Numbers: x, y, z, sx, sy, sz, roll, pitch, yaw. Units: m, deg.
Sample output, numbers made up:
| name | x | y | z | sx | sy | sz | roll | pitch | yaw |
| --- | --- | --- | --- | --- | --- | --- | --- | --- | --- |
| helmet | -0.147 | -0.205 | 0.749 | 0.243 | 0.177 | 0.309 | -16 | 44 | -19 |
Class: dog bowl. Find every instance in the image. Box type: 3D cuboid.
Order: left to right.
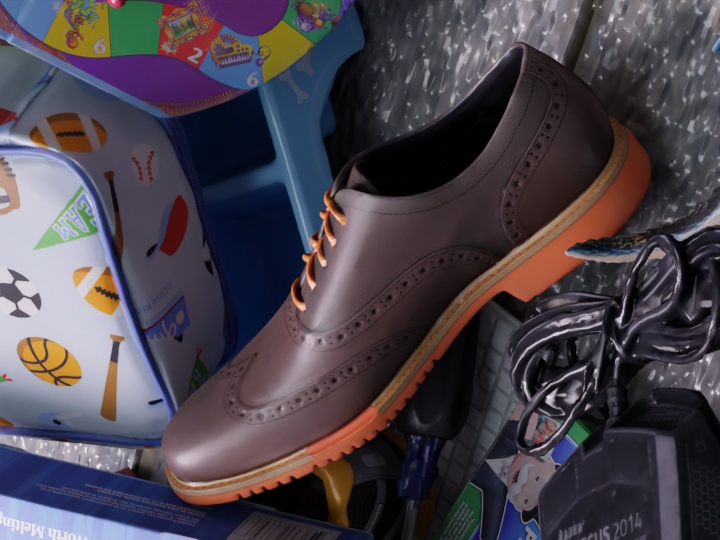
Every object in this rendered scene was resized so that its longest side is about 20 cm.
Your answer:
| name | x | y | z | sx | sy | sz | roll | pitch | yaw |
| --- | --- | --- | --- | --- | --- | --- | --- | --- | --- |
| dog bowl | -0.041 | -0.033 | 0.848 | 0.111 | 0.050 | 0.201 | -16 | 91 | 44 |

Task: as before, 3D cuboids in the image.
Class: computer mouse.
| name | x | y | z | sx | sy | sz | roll | pitch | yaw |
| --- | --- | --- | --- | --- | --- | --- | --- | --- | --- |
| computer mouse | 0.099 | 0.095 | 0.679 | 0.138 | 0.053 | 0.201 | -29 | 56 | 58 |

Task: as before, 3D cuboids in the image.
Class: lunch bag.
| name | x | y | z | sx | sy | sz | roll | pitch | yaw |
| --- | --- | --- | --- | --- | --- | --- | --- | --- | --- |
| lunch bag | -0.150 | -0.005 | 0.821 | 0.199 | 0.076 | 0.161 | 5 | 132 | 24 |

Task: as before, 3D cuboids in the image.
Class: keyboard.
| name | x | y | z | sx | sy | sz | roll | pitch | yaw |
| --- | --- | --- | --- | --- | --- | --- | --- | --- | --- |
| keyboard | 0.026 | 0.097 | 0.858 | 0.056 | 0.011 | 0.200 | 34 | 123 | 30 |

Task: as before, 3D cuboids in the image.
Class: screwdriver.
| name | x | y | z | sx | sy | sz | roll | pitch | yaw |
| --- | --- | --- | --- | --- | --- | --- | --- | --- | --- |
| screwdriver | 0.013 | 0.099 | 0.797 | 0.029 | 0.028 | 0.201 | 10 | 83 | 34 |

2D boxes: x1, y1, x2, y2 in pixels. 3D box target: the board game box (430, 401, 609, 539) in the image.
| name | x | y | z | sx | sy | sz | roll | pitch | yaw |
| --- | --- | --- | --- | --- | --- | --- | --- | --- | --- |
| board game box | 0.054 | 0.157 | 0.774 | 0.135 | 0.029 | 0.200 | 47 | 112 | 42 |

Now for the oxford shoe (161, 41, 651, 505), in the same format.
| name | x | y | z | sx | sy | sz | roll | pitch | yaw |
| --- | --- | --- | --- | --- | --- | --- | --- | --- | --- |
| oxford shoe | 0.000 | 0.000 | 0.752 | 0.200 | 0.073 | 0.071 | -41 | 31 | 6 |

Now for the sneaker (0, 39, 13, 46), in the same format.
| name | x | y | z | sx | sy | sz | roll | pitch | yaw |
| --- | --- | --- | --- | --- | --- | --- | --- | --- | --- |
| sneaker | -0.184 | -0.093 | 0.893 | 0.200 | 0.070 | 0.082 | 22 | 146 | 37 |

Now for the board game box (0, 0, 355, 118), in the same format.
| name | x | y | z | sx | sy | sz | roll | pitch | yaw |
| --- | --- | --- | --- | --- | --- | --- | --- | --- | --- |
| board game box | -0.075 | -0.139 | 0.702 | 0.158 | 0.200 | 0.039 | -61 | 19 | 7 |

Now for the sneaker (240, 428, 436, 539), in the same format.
| name | x | y | z | sx | sy | sz | roll | pitch | yaw |
| --- | --- | --- | --- | --- | --- | --- | --- | --- | --- |
| sneaker | -0.068 | 0.118 | 0.831 | 0.200 | 0.077 | 0.078 | -36 | 73 | 6 |

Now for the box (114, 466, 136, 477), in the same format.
| name | x | y | z | sx | sy | sz | roll | pitch | yaw |
| --- | --- | --- | --- | --- | --- | --- | --- | --- | --- |
| box | -0.106 | 0.203 | 0.931 | 0.200 | 0.124 | 0.098 | 52 | 130 | 16 |

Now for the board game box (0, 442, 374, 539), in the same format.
| name | x | y | z | sx | sy | sz | roll | pitch | yaw |
| --- | --- | --- | --- | --- | --- | --- | --- | --- | --- |
| board game box | -0.103 | 0.170 | 0.796 | 0.199 | 0.043 | 0.200 | 11 | 109 | 17 |

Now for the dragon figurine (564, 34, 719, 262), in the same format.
| name | x | y | z | sx | sy | sz | roll | pitch | yaw |
| --- | --- | --- | --- | --- | --- | --- | --- | --- | --- |
| dragon figurine | 0.148 | -0.059 | 0.669 | 0.200 | 0.059 | 0.100 | -11 | 95 | 42 |
